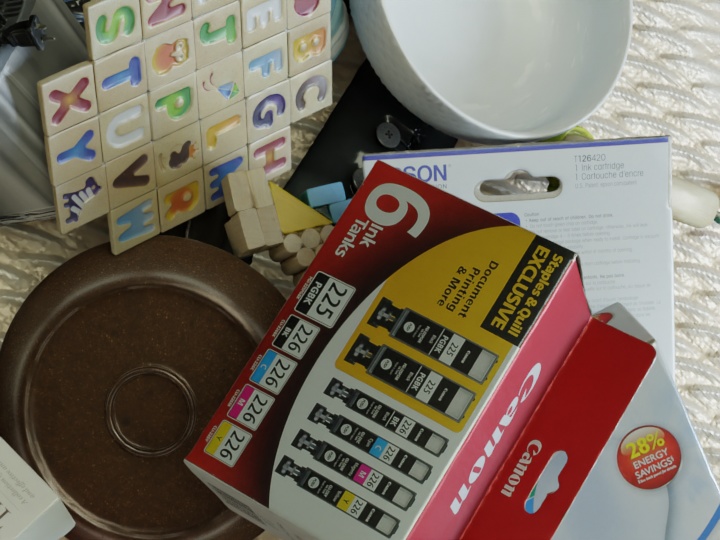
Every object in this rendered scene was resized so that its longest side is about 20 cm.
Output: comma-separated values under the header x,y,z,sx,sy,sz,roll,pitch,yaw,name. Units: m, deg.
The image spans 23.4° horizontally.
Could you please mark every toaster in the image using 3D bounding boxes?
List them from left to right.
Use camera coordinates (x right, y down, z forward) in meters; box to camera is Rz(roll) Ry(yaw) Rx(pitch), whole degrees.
x,y,z,sx,sy,sz,roll,pitch,yaw,name
-0.221,-0.100,0.996,0.129,0.199,0.114,51,45,-46,toaster

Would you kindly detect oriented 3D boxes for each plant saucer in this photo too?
x,y,z,sx,sy,sz,roll,pitch,yaw,name
-0.122,0.081,1.024,0.198,0.034,0.202,0,98,2,plant saucer

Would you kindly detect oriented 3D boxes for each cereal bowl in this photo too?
x,y,z,sx,sy,sz,roll,pitch,yaw,name
0.073,-0.174,1.118,0.199,0.083,0.202,6,78,-29,cereal bowl

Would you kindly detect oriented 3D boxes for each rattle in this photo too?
x,y,z,sx,sy,sz,roll,pitch,yaw,name
0.195,-0.016,1.196,0.199,0.130,0.144,19,81,-43,rattle

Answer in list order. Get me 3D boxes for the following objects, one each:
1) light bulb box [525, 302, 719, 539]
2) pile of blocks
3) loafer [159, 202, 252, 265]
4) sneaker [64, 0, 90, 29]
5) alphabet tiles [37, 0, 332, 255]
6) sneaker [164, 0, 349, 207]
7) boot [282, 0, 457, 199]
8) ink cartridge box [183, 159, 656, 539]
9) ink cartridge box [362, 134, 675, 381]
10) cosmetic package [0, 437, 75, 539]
x,y,z,sx,sy,sz,roll,pitch,yaw,name
0.118,0.157,1.040,0.197,0.125,0.201,-25,98,3,light bulb box
0.000,0.000,1.050,0.200,0.062,0.082,39,75,-8,pile of blocks
-0.101,-0.032,1.098,0.071,0.073,0.201,11,64,4,loafer
-0.234,-0.169,1.076,0.199,0.077,0.076,30,65,9,sneaker
-0.093,-0.100,0.990,0.199,0.167,0.006,-29,47,-31,alphabet tiles
-0.083,-0.138,1.038,0.079,0.131,0.200,29,63,18,sneaker
-0.005,-0.117,1.154,0.164,0.066,0.201,31,73,-9,boot
0.037,0.070,0.935,0.175,0.084,0.201,26,74,24,ink cartridge box
0.101,0.018,1.105,0.196,0.047,0.202,-3,98,-3,ink cartridge box
-0.279,0.118,0.953,0.200,0.052,0.151,40,73,20,cosmetic package
